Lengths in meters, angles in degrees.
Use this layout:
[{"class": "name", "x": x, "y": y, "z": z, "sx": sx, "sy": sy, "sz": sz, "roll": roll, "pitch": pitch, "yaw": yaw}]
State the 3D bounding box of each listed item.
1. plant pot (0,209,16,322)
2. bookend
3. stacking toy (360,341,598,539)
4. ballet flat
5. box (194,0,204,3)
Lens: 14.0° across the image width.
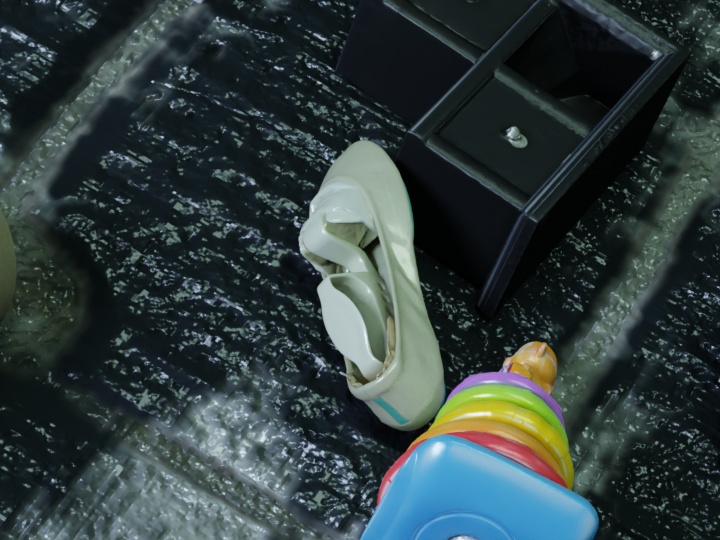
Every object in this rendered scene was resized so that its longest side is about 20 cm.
[{"class": "plant pot", "x": -0.280, "y": 0.009, "z": 1.505, "sx": 0.200, "sy": 0.187, "sz": 0.187, "roll": -14, "pitch": 56, "yaw": -47}, {"class": "bookend", "x": 0.061, "y": -0.107, "z": 1.773, "sx": 0.200, "sy": 0.092, "sz": 0.199, "roll": 35, "pitch": 48, "yaw": 11}, {"class": "stacking toy", "x": 0.077, "y": 0.097, "z": 1.612, "sx": 0.110, "sy": 0.116, "sz": 0.200, "roll": 26, "pitch": 36, "yaw": -2}, {"class": "ballet flat", "x": 0.000, "y": 0.000, "z": 1.671, "sx": 0.069, "sy": 0.069, "sz": 0.200, "roll": -1, "pitch": 51, "yaw": -21}, {"class": "box", "x": -0.105, "y": -0.284, "z": 1.788, "sx": 0.124, "sy": 0.200, "sz": 0.098, "roll": 29, "pitch": 47, "yaw": 4}]
